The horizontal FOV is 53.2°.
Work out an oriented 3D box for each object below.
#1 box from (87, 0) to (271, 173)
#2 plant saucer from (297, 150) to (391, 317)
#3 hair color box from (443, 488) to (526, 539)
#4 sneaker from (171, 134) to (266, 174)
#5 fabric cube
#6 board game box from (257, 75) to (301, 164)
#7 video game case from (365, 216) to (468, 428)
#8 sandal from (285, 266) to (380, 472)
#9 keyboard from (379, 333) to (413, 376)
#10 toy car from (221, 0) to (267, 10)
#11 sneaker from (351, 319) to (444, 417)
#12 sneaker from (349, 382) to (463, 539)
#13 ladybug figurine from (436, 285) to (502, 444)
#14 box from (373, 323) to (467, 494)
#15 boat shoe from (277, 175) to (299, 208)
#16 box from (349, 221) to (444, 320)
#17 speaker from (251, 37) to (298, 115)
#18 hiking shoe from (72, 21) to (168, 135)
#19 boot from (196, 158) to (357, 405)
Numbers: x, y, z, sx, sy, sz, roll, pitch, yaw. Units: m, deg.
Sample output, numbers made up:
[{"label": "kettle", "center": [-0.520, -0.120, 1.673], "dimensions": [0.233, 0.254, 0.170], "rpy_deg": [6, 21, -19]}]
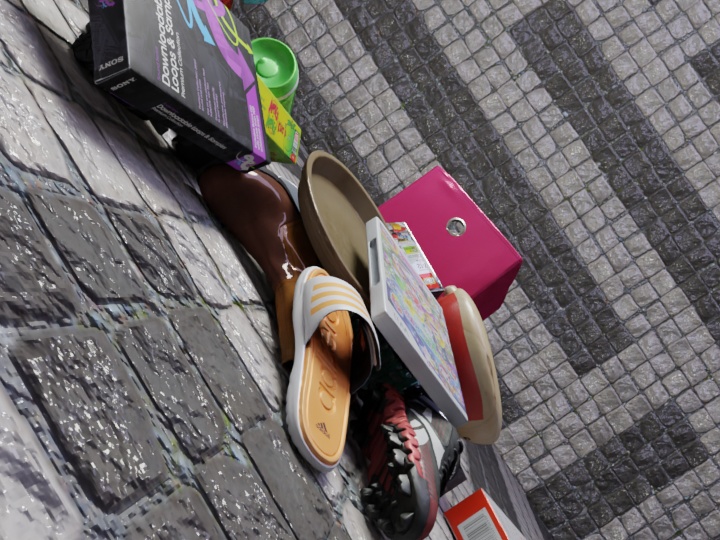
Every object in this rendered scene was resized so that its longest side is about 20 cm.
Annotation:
[{"label": "box", "center": [-0.142, -0.178, 0.583], "dimensions": [0.200, 0.036, 0.146], "rpy_deg": [24, 52, -66]}, {"label": "plant saucer", "center": [-0.007, -0.033, 0.768], "dimensions": [0.201, 0.029, 0.202], "rpy_deg": [52, 21, -29]}, {"label": "hair color box", "center": [0.182, 0.364, 0.898], "dimensions": [0.201, 0.061, 0.102], "rpy_deg": [52, 7, -41]}, {"label": "sneaker", "center": [-0.126, -0.102, 0.741], "dimensions": [0.089, 0.075, 0.200], "rpy_deg": [63, 5, 2]}, {"label": "fabric cube", "center": [0.092, 0.007, 1.081], "dimensions": [0.197, 0.198, 0.201], "rpy_deg": [51, -15, 19]}, {"label": "board game box", "center": [-0.144, -0.178, 0.836], "dimensions": [0.200, 0.100, 0.049], "rpy_deg": [37, 62, -78]}, {"label": "video game case", "center": [0.052, 0.044, 0.719], "dimensions": [0.144, 0.018, 0.201], "rpy_deg": [54, 15, -23]}, {"label": "sandal", "center": [-0.013, 0.067, 0.575], "dimensions": [0.079, 0.059, 0.208], "rpy_deg": [49, 22, -30]}, {"label": "keyboard", "center": [0.049, 0.105, 0.895], "dimensions": [0.105, 0.039, 0.201], "rpy_deg": [89, -25, -54]}, {"label": "toy car", "center": [-0.206, -0.299, 0.910], "dimensions": [0.177, 0.181, 0.204], "rpy_deg": [-92, 177, -81]}, {"label": "sneaker", "center": [0.013, 0.135, 0.780], "dimensions": [0.074, 0.089, 0.200], "rpy_deg": [-10, 39, -40]}, {"label": "sneaker", "center": [0.049, 0.165, 0.613], "dimensions": [0.097, 0.072, 0.201], "rpy_deg": [25, 11, -10]}, {"label": "ladybug figurine", "center": [0.123, 0.121, 0.903], "dimensions": [0.136, 0.071, 0.204], "rpy_deg": [145, -67, -85]}, {"label": "box", "center": [0.057, 0.172, 0.942], "dimensions": [0.159, 0.049, 0.201], "rpy_deg": [55, 5, -26]}, {"label": "boat shoe", "center": [-0.072, -0.031, 0.900], "dimensions": [0.201, 0.070, 0.066], "rpy_deg": [51, -16, -21]}, {"label": "box", "center": [0.000, 0.000, 0.851], "dimensions": [0.198, 0.035, 0.111], "rpy_deg": [-8, 59, -41]}, {"label": "speaker", "center": [-0.134, -0.224, 0.973], "dimensions": [0.089, 0.088, 0.200], "rpy_deg": [57, -21, 9]}, {"label": "hiking shoe", "center": [-0.193, -0.186, 0.644], "dimensions": [0.201, 0.075, 0.102], "rpy_deg": [-97, 161, -58]}, {"label": "boot", "center": [-0.080, 0.012, 0.661], "dimensions": [0.189, 0.068, 0.202], "rpy_deg": [52, 19, -42]}]
